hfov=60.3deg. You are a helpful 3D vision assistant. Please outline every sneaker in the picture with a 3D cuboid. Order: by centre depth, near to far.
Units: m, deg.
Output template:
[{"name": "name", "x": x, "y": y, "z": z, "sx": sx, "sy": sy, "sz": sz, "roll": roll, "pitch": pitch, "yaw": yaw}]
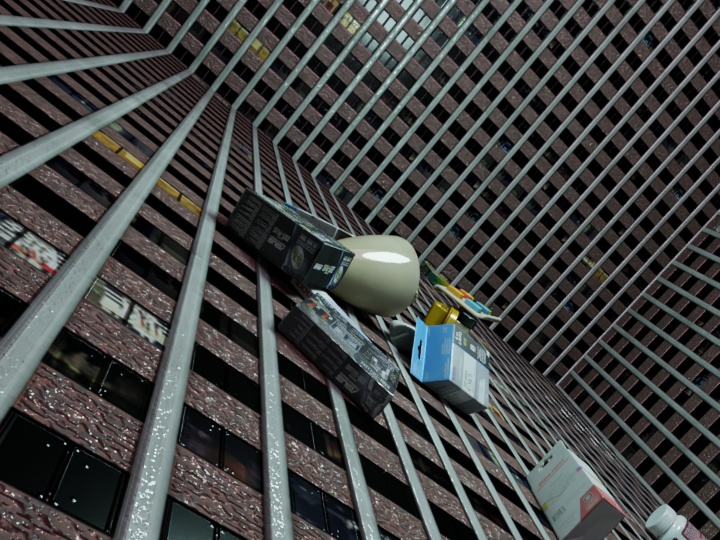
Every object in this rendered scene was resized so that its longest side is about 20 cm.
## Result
[{"name": "sneaker", "x": 0.147, "y": 0.177, "z": 1.444, "sx": 0.199, "sy": 0.071, "sz": 0.080, "roll": 39, "pitch": 6, "yaw": -15}]

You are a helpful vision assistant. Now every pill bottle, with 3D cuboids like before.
[{"name": "pill bottle", "x": 0.969, "y": 0.816, "z": 1.863, "sx": 0.200, "sy": 0.114, "sz": 0.114, "roll": 45, "pitch": 9, "yaw": 17}]

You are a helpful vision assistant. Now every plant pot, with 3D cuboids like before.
[{"name": "plant pot", "x": 0.000, "y": 0.000, "z": 1.367, "sx": 0.198, "sy": 0.189, "sz": 0.188, "roll": 11, "pitch": 28, "yaw": -47}]

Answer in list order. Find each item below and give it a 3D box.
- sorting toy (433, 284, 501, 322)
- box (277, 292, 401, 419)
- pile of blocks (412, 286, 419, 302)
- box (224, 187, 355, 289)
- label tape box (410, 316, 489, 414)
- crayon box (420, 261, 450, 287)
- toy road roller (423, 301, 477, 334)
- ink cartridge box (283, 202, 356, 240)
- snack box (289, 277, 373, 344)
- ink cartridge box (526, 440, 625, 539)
[{"name": "sorting toy", "x": 0.345, "y": 0.101, "z": 1.982, "sx": 0.199, "sy": 0.037, "sz": 0.184, "roll": 34, "pitch": 9, "yaw": 29}, {"name": "box", "x": -0.026, "y": 0.127, "z": 0.978, "sx": 0.200, "sy": 0.050, "sz": 0.158, "roll": 43, "pitch": 9, "yaw": 2}, {"name": "pile of blocks", "x": 0.149, "y": 0.042, "z": 2.059, "sx": 0.062, "sy": 0.082, "sz": 0.200, "roll": 34, "pitch": 12, "yaw": -39}, {"name": "box", "x": -0.131, "y": -0.057, "z": 1.187, "sx": 0.199, "sy": 0.087, "sz": 0.163, "roll": 35, "pitch": 6, "yaw": 19}, {"name": "label tape box", "x": 0.199, "y": 0.201, "z": 1.352, "sx": 0.199, "sy": 0.066, "sz": 0.145, "roll": 39, "pitch": 44, "yaw": -30}, {"name": "crayon box", "x": 0.404, "y": 0.049, "z": 3.265, "sx": 0.199, "sy": 0.051, "sz": 0.127, "roll": 37, "pitch": 10, "yaw": -26}, {"name": "toy road roller", "x": 0.276, "y": 0.160, "z": 1.948, "sx": 0.144, "sy": 0.124, "sz": 0.200, "roll": 31, "pitch": 8, "yaw": 5}, {"name": "ink cartridge box", "x": -0.092, "y": -0.084, "z": 1.474, "sx": 0.198, "sy": 0.068, "sz": 0.116, "roll": 27, "pitch": 3, "yaw": 22}, {"name": "snack box", "x": -0.050, "y": 0.085, "z": 1.160, "sx": 0.200, "sy": 0.024, "sz": 0.072, "roll": 46, "pitch": 9, "yaw": 22}, {"name": "ink cartridge box", "x": 0.407, "y": 0.433, "z": 1.196, "sx": 0.067, "sy": 0.117, "sz": 0.200, "roll": 38, "pitch": 10, "yaw": -13}]
